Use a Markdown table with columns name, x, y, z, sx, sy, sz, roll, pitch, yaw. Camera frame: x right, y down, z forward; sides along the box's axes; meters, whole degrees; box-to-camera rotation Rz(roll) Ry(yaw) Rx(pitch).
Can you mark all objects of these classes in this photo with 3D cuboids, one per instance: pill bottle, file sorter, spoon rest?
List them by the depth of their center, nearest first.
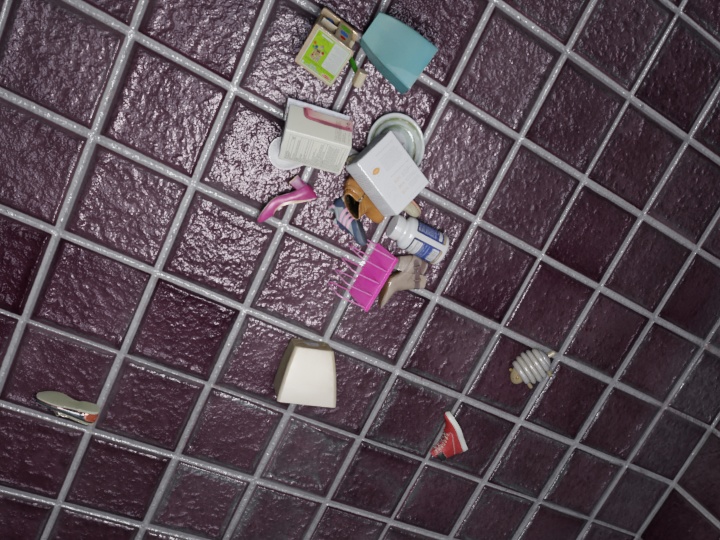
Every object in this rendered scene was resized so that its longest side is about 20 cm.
| name | x | y | z | sx | sy | sz | roll | pitch | yaw |
| --- | --- | --- | --- | --- | --- | --- | --- | --- | --- |
| spoon rest | -0.188 | -0.360 | 1.597 | 0.196 | 0.061 | 0.101 | 4 | 106 | -14 |
| file sorter | 0.000 | 0.000 | 1.687 | 0.124 | 0.139 | 0.202 | 25 | 101 | -33 |
| pill bottle | 0.190 | -0.109 | 1.723 | 0.198 | 0.111 | 0.112 | 25 | 100 | -18 |

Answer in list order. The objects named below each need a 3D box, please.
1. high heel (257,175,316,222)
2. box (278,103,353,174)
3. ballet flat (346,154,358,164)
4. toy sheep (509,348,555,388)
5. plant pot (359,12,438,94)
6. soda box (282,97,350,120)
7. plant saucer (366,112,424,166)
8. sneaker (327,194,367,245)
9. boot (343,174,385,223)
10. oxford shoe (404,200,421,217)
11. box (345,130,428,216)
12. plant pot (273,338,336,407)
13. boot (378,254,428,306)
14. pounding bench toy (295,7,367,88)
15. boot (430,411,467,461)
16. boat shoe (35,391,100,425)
| name | x | y | z | sx | sy | sz | roll | pitch | yaw |
| --- | --- | --- | --- | --- | --- | --- | --- | --- | --- |
| high heel | -0.235 | -0.204 | 1.632 | 0.096 | 0.067 | 0.200 | 45 | 80 | -10 |
| box | -0.133 | -0.386 | 1.515 | 0.197 | 0.111 | 0.128 | 12 | 148 | -14 |
| ballet flat | 0.048 | -0.323 | 1.656 | 0.197 | 0.057 | 0.067 | 19 | 110 | -16 |
| toy sheep | 0.659 | 0.367 | 1.956 | 0.199 | 0.138 | 0.138 | -37 | 110 | 5 |
| plant pot | 0.103 | -0.658 | 1.529 | 0.199 | 0.141 | 0.142 | 38 | 97 | -12 |
| soda box | -0.137 | -0.469 | 1.573 | 0.197 | 0.064 | 0.069 | 13 | 104 | -14 |
| plant saucer | 0.108 | -0.398 | 1.642 | 0.197 | 0.050 | 0.204 | -3 | 99 | -18 |
| sneaker | -0.041 | -0.146 | 1.639 | 0.081 | 0.202 | 0.070 | -30 | 146 | 10 |
| boot | 0.012 | -0.203 | 1.623 | 0.076 | 0.156 | 0.202 | -18 | 120 | 19 |
| oxford shoe | 0.116 | -0.217 | 1.681 | 0.198 | 0.070 | 0.075 | 29 | 76 | -28 |
| box | 0.081 | -0.292 | 1.560 | 0.152 | 0.106 | 0.201 | -44 | 108 | -13 |
| plant pot | -0.180 | 0.339 | 1.747 | 0.196 | 0.200 | 0.180 | 10 | 94 | -14 |
| boot | 0.155 | 0.042 | 1.785 | 0.144 | 0.070 | 0.203 | 12 | 104 | -17 |
| pounding bench toy | -0.063 | -0.629 | 1.484 | 0.198 | 0.157 | 0.124 | 31 | 131 | -18 |
| boot | 0.328 | 0.657 | 2.007 | 0.142 | 0.073 | 0.202 | -23 | 113 | -2 |
| boat shoe | -0.965 | 0.454 | 1.680 | 0.198 | 0.071 | 0.063 | 25 | 103 | -22 |
